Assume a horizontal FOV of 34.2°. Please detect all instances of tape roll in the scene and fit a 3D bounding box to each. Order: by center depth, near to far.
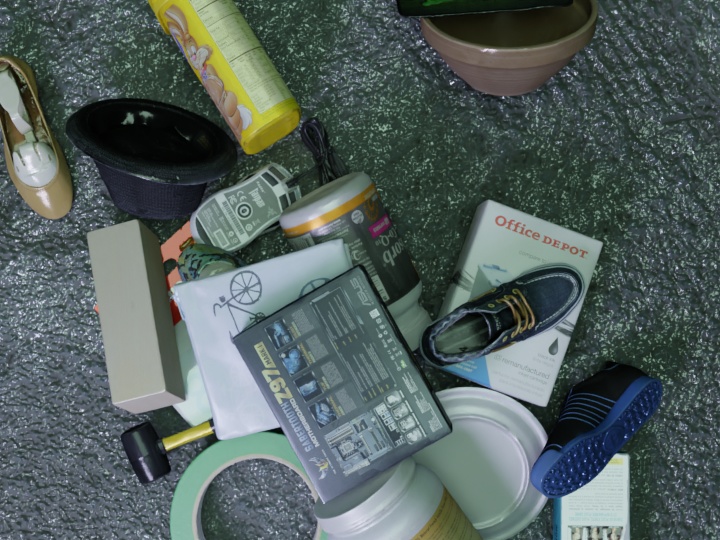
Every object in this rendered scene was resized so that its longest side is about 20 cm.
[{"bbox_3d":[-0.117,0.284,1.347,0.199,0.048,0.202,0,86,-2],"label":"tape roll"}]

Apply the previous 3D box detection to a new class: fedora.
[{"bbox_3d":[-0.241,-0.119,1.334,0.199,0.201,0.092,12,119,-1],"label":"fedora"}]

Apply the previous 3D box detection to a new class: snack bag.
[{"bbox_3d":[-0.087,0.080,1.267,0.199,0.021,0.190,-15,97,4],"label":"snack bag"}]

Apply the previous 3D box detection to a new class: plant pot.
[{"bbox_3d":[0.169,-0.265,1.348,0.200,0.201,0.093,-6,130,-2],"label":"plant pot"}]

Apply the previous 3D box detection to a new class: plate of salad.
[{"bbox_3d":[0.123,0.225,1.353,0.199,0.048,0.201,1,107,4],"label":"plate of salad"}]

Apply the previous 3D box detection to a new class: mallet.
[{"bbox_3d":[-0.170,0.186,1.312,0.199,0.041,0.066,-15,95,10],"label":"mallet"}]

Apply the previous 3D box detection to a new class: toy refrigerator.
[{"bbox_3d":[-0.255,0.053,1.321,0.070,0.076,0.201,-14,74,5],"label":"toy refrigerator"}]

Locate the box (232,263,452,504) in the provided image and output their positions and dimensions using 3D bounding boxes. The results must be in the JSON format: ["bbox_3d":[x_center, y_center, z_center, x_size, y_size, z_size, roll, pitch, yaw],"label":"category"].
[{"bbox_3d":[-0.018,0.117,1.224,0.157,0.051,0.201,-30,88,5],"label":"box"}]

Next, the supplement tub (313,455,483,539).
[{"bbox_3d":[0.054,0.305,1.283,0.144,0.144,0.200,-36,102,-4],"label":"supplement tub"}]

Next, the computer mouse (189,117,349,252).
[{"bbox_3d":[-0.110,-0.087,1.376,0.199,0.044,0.110,-30,93,-9],"label":"computer mouse"}]

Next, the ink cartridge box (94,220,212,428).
[{"bbox_3d":[-0.189,0.064,1.359,0.160,0.047,0.200,-42,90,-3],"label":"ink cartridge box"}]

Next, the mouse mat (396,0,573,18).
[{"bbox_3d":[0.136,-0.339,1.361,0.199,0.161,0.008,-5,131,-1],"label":"mouse mat"}]

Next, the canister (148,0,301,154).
[{"bbox_3d":[-0.151,-0.240,1.333,0.086,0.149,0.201,-32,89,-4],"label":"canister"}]

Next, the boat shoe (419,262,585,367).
[{"bbox_3d":[0.160,0.050,1.262,0.199,0.091,0.071,-26,88,-5],"label":"boat shoe"}]

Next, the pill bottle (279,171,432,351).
[{"bbox_3d":[0.000,0.000,1.323,0.116,0.116,0.201,-28,102,-3],"label":"pill bottle"}]

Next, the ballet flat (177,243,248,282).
[{"bbox_3d":[-0.126,0.041,1.309,0.200,0.074,0.074,40,86,1],"label":"ballet flat"}]

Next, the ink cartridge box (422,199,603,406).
[{"bbox_3d":[0.174,0.038,1.353,0.146,0.086,0.201,20,87,0],"label":"ink cartridge box"}]

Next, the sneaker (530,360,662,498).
[{"bbox_3d":[0.252,0.177,1.328,0.200,0.078,0.070,-35,126,-24],"label":"sneaker"}]

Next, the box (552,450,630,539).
[{"bbox_3d":[0.266,0.310,1.354,0.082,0.049,0.201,1,86,-1],"label":"box"}]

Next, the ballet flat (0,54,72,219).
[{"bbox_3d":[-0.391,-0.155,1.361,0.068,0.063,0.201,-21,87,-2],"label":"ballet flat"}]
